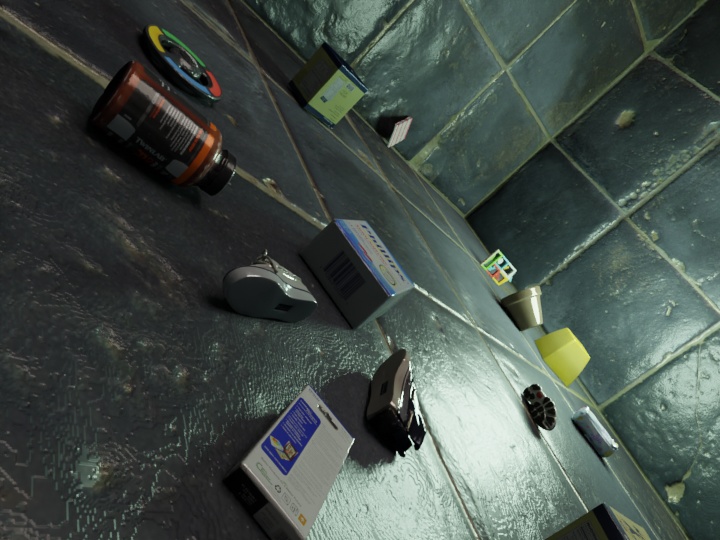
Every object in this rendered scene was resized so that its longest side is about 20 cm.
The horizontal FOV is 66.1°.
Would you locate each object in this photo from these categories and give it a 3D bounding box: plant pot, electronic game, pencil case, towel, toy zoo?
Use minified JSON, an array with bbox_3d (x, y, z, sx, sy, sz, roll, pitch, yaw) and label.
[{"bbox_3d":[0.803,0.191,2.683,0.199,0.196,0.179,9,60,-65],"label":"plant pot"},{"bbox_3d":[-0.373,-0.437,1.171,0.200,0.041,0.201,45,17,-18],"label":"electronic game"},{"bbox_3d":[0.935,0.644,2.206,0.202,0.082,0.091,53,-5,11],"label":"pencil case"},{"bbox_3d":[1.008,0.409,2.732,0.200,0.176,0.201,45,18,-12],"label":"plant pot"},{"bbox_3d":[0.224,-0.804,3.202,0.030,0.148,0.199,35,41,15],"label":"towel"},{"bbox_3d":[0.779,-0.007,3.090,0.200,0.131,0.021,46,17,-15],"label":"toy zoo"}]

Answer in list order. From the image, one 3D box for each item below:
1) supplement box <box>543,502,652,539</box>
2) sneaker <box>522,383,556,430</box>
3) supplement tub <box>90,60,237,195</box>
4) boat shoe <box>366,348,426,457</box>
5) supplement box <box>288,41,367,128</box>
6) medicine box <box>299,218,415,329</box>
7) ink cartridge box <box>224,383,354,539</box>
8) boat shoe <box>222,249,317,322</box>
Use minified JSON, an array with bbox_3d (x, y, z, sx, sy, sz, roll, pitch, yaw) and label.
[{"bbox_3d":[0.362,0.491,0.845,0.199,0.199,0.136,36,21,-36],"label":"supplement box"},{"bbox_3d":[0.579,0.436,1.741,0.084,0.080,0.201,51,16,-15],"label":"sneaker"},{"bbox_3d":[-0.275,-0.195,0.803,0.199,0.107,0.108,38,20,-35],"label":"supplement tub"},{"bbox_3d":[0.066,0.215,0.905,0.094,0.074,0.201,53,24,-11],"label":"boat shoe"},{"bbox_3d":[-0.117,-0.672,2.025,0.136,0.199,0.199,56,18,25],"label":"supplement box"},{"bbox_3d":[0.000,0.000,1.111,0.184,0.103,0.199,53,18,8],"label":"medicine box"},{"bbox_3d":[-0.069,0.207,0.615,0.095,0.037,0.200,50,19,1],"label":"ink cartridge box"},{"bbox_3d":[-0.134,0.012,0.788,0.087,0.074,0.201,58,16,25],"label":"boat shoe"}]
